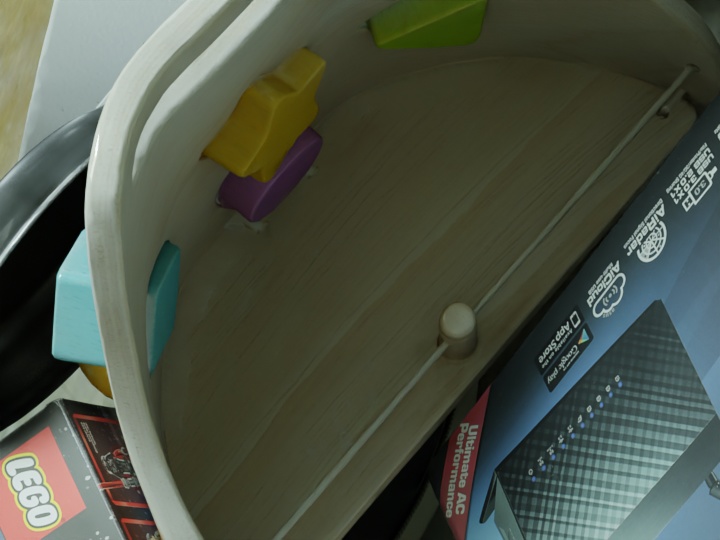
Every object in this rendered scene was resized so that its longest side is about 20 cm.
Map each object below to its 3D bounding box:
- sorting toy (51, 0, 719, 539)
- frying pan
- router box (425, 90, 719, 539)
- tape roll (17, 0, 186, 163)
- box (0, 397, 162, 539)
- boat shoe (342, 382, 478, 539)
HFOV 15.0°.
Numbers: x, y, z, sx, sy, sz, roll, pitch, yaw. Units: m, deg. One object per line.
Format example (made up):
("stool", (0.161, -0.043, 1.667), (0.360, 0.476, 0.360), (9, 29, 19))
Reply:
("sorting toy", (-0.010, -0.029, 0.659), (0.107, 0.180, 0.200), (38, 78, 18))
("frying pan", (-0.070, -0.028, 0.719), (0.031, 0.115, 0.190), (37, 132, 14))
("router box", (0.111, 0.035, 0.626), (0.200, 0.062, 0.150), (-54, 37, 24))
("tape roll", (-0.046, -0.105, 0.846), (0.202, 0.071, 0.203), (-164, 90, -86))
("box", (-0.081, 0.154, 0.726), (0.137, 0.040, 0.200), (-35, 68, 19))
("boat shoe", (0.001, 0.000, 0.803), (0.074, 0.066, 0.200), (24, 94, 57))
